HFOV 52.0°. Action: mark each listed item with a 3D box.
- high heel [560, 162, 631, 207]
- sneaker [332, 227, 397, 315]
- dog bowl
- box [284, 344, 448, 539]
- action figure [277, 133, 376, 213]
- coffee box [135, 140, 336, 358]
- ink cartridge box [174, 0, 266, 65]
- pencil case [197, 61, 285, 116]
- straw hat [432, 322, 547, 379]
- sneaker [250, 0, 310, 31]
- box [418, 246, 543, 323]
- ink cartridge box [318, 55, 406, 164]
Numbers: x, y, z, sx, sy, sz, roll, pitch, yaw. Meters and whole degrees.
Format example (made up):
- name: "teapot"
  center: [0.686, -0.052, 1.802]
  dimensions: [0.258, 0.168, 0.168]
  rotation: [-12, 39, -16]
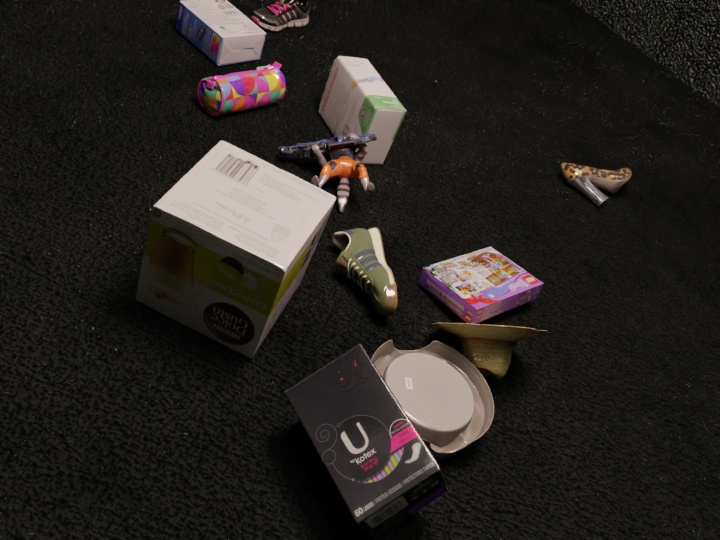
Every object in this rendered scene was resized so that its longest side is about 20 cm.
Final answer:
- name: "high heel"
  center: [0.595, -0.251, 1.857]
  dimensions: [0.143, 0.072, 0.200]
  rotation: [45, 51, 14]
- name: "sneaker"
  center: [0.000, 0.000, 1.273]
  dimensions: [0.089, 0.067, 0.201]
  rotation: [2, 43, -15]
- name: "dog bowl"
  center: [0.097, 0.192, 1.105]
  dimensions: [0.199, 0.059, 0.201]
  rotation: [15, 39, -12]
- name: "box"
  center: [0.008, 0.219, 0.953]
  dimensions: [0.122, 0.106, 0.200]
  rotation: [-32, 58, -6]
- name: "action figure"
  center: [-0.062, -0.204, 1.472]
  dimensions: [0.199, 0.105, 0.194]
  rotation: [-5, 34, 3]
- name: "coffee box"
  center: [-0.185, -0.032, 1.098]
  dimensions: [0.199, 0.198, 0.200]
  rotation: [27, 40, 1]
- name: "ink cartridge box"
  center: [-0.336, -0.569, 1.726]
  dimensions: [0.200, 0.076, 0.136]
  rotation: [45, 42, 21]
- name: "pencil case"
  center: [-0.247, -0.383, 1.558]
  dimensions: [0.088, 0.089, 0.200]
  rotation: [40, 42, 18]
- name: "straw hat"
  center: [0.205, 0.133, 1.201]
  dimensions: [0.200, 0.201, 0.086]
  rotation: [6, 83, -22]
- name: "sneaker"
  center: [-0.201, -0.678, 1.912]
  dimensions: [0.074, 0.088, 0.200]
  rotation: [43, 42, 21]
- name: "box"
  center: [0.223, 0.024, 1.360]
  dimensions: [0.199, 0.039, 0.137]
  rotation: [-16, 43, -40]
- name: "ink cartridge box"
  center: [-0.002, -0.345, 1.593]
  dimensions: [0.087, 0.146, 0.200]
  rotation: [-5, 47, -33]
